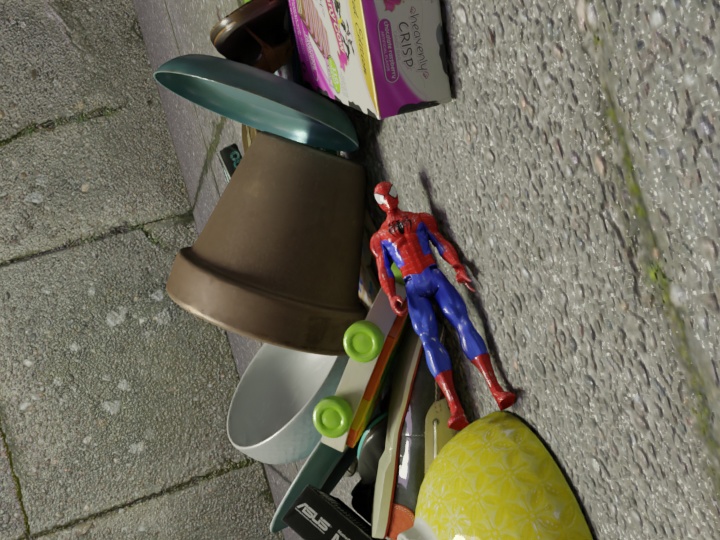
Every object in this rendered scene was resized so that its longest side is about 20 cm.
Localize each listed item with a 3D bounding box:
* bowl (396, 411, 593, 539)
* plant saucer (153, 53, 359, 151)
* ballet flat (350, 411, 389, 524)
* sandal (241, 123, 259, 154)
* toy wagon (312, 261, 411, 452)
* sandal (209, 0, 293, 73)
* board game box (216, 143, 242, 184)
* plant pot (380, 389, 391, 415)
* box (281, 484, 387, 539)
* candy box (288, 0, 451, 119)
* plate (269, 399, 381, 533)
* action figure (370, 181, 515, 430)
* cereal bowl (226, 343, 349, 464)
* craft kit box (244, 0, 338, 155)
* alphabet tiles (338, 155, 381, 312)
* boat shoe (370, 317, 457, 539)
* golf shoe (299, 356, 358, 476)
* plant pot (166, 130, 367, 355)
[{"bbox_3d":[0.090,0.220,0.664,0.200,0.106,0.203,163,90,-75],"label":"bowl"},{"bbox_3d":[-0.091,-0.155,0.809,0.200,0.197,0.028,-165,93,-73],"label":"plant saucer"},{"bbox_3d":[0.033,0.208,0.871,0.069,0.067,0.201,52,158,25],"label":"ballet flat"},{"bbox_3d":[-0.126,-0.214,1.145,0.080,0.053,0.203,120,147,-63],"label":"sandal"},{"bbox_3d":[0.016,0.057,0.767,0.155,0.039,0.203,-38,-29,-75],"label":"toy wagon"},{"bbox_3d":[-0.097,-0.202,0.832,0.055,0.081,0.200,52,165,3],"label":"sandal"},{"bbox_3d":[-0.126,-0.052,1.078,0.200,0.028,0.137,92,154,-72],"label":"board game box"},{"bbox_3d":[0.056,0.230,0.964,0.200,0.027,0.203,163,91,-76],"label":"plant pot"},{"bbox_3d":[0.024,0.288,0.846,0.192,0.048,0.200,39,170,17],"label":"box"},{"bbox_3d":[-0.004,-0.201,0.667,0.200,0.060,0.139,-139,35,-64],"label":"candy box"},{"bbox_3d":[-0.026,0.198,0.928,0.025,0.201,0.201,35,154,12],"label":"plate"},{"bbox_3d":[0.054,0.017,0.678,0.202,0.065,0.052,67,-174,23],"label":"action figure"},{"bbox_3d":[-0.058,0.135,1.000,0.083,0.201,0.200,41,179,-25],"label":"cereal bowl"},{"bbox_3d":[-0.079,-0.242,0.942,0.202,0.048,0.198,89,157,-43],"label":"craft kit box"},{"bbox_3d":[0.000,0.000,0.970,0.201,0.007,0.169,99,152,-57],"label":"alphabet tiles"},{"bbox_3d":[0.054,0.138,0.763,0.071,0.061,0.204,-123,42,-85],"label":"boat shoe"},{"bbox_3d":[-0.027,0.158,1.120,0.097,0.077,0.204,59,-160,-79],"label":"golf shoe"},{"bbox_3d":[-0.070,-0.034,0.850,0.177,0.197,0.200,-71,22,8],"label":"plant pot"}]
